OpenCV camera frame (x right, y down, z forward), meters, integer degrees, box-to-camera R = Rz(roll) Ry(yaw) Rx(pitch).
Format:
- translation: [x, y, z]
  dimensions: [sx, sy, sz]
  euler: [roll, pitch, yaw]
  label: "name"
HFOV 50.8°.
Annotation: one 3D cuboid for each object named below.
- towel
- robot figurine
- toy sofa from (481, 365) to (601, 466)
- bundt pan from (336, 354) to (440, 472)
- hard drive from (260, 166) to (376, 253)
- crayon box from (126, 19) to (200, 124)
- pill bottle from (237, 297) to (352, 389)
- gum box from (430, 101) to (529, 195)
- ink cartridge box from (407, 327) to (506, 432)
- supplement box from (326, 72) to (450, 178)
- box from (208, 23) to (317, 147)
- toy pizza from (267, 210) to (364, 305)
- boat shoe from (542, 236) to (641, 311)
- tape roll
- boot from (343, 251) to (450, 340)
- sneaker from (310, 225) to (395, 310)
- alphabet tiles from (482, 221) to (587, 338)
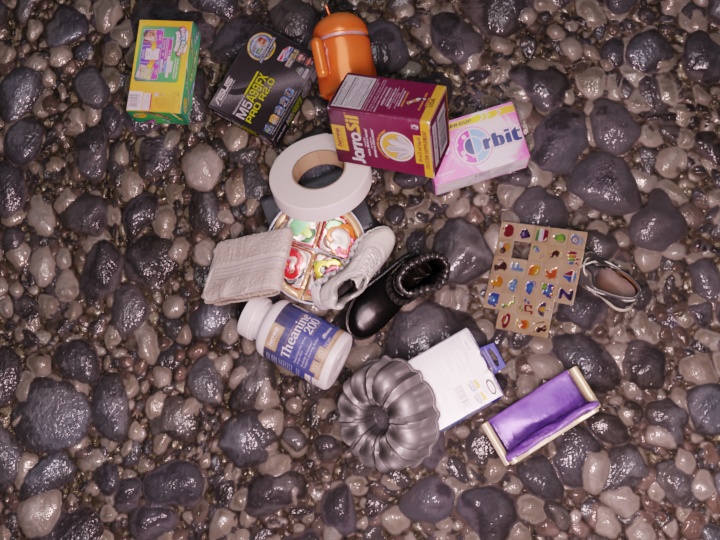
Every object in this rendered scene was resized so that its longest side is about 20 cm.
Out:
- translation: [-0.212, -0.007, 1.403]
  dimensions: [0.197, 0.034, 0.135]
  euler: [-11, 56, 34]
  label: "towel"
- translation: [-0.032, -0.408, 1.475]
  dimensions: [0.140, 0.116, 0.205]
  euler: [-9, 92, -13]
  label: "robot figurine"
- translation: [0.314, 0.253, 1.325]
  dimensions: [0.197, 0.098, 0.084]
  euler: [-32, 77, 0]
  label: "toy sofa"
- translation: [0.037, 0.256, 1.314]
  dimensions: [0.198, 0.075, 0.207]
  euler: [6, 99, 36]
  label: "bundt pan"
- translation: [-0.081, -0.108, 1.470]
  dimensions: [0.196, 0.033, 0.142]
  euler: [-21, 77, 1]
  label: "hard drive"
- translation: [-0.401, -0.407, 1.550]
  dimensions: [0.116, 0.058, 0.205]
  euler: [4, 79, 6]
  label: "crayon box"
- translation: [-0.122, 0.124, 1.387]
  dimensions: [0.197, 0.111, 0.113]
  euler: [26, 82, 12]
  label: "pill bottle"
- translation: [0.221, -0.233, 1.447]
  dimensions: [0.195, 0.066, 0.116]
  euler: [-16, 78, 3]
  label: "gum box"
- translation: [0.167, 0.198, 1.361]
  dimensions: [0.197, 0.076, 0.138]
  euler: [-29, 77, 1]
  label: "ink cartridge box"
- translation: [0.054, -0.263, 1.367]
  dimensions: [0.196, 0.132, 0.104]
  euler: [12, 54, 21]
  label: "supplement box"
- translation: [-0.189, -0.373, 1.529]
  dimensions: [0.158, 0.044, 0.203]
  euler: [29, 83, 10]
  label: "box"
- translation: [-0.084, -0.037, 1.425]
  dimensions: [0.195, 0.032, 0.206]
  euler: [0, 91, 1]
  label: "toy pizza"
- translation: [0.420, -0.004, 1.382]
  dimensions: [0.198, 0.068, 0.072]
  euler: [36, 86, 14]
  label: "boat shoe"
- translation: [-0.075, -0.179, 1.434]
  dimensions: [0.197, 0.037, 0.206]
  euler: [-6, 51, 8]
  label: "tape roll"
- translation: [0.060, 0.044, 1.353]
  dimensions: [0.079, 0.158, 0.212]
  euler: [43, 84, -12]
  label: "boot"
- translation: [0.000, 0.000, 1.384]
  dimensions: [0.200, 0.081, 0.075]
  euler: [-47, 113, -15]
  label: "sneaker"
- translation: [0.315, 0.017, 1.389]
  dimensions: [0.164, 0.008, 0.205]
  euler: [10, 80, 29]
  label: "alphabet tiles"
